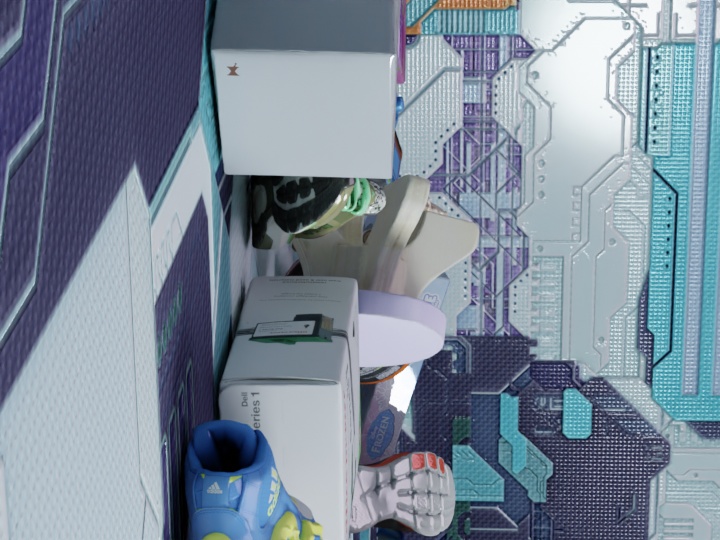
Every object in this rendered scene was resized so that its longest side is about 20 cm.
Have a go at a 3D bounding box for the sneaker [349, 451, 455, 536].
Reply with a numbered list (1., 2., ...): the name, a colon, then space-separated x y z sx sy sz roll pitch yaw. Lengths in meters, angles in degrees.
1. sneaker: 0.010 0.203 1.917 0.199 0.081 0.078 11 79 -50

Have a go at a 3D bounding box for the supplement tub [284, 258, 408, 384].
1. supplement tub: -0.003 0.043 1.825 0.200 0.106 0.108 39 52 -76

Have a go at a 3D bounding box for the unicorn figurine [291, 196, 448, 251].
1. unicorn figurine: -0.003 -0.019 1.930 0.137 0.199 0.075 4 78 -57

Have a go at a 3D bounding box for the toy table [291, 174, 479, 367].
1. toy table: 0.000 0.000 1.629 0.199 0.183 0.118 -12 -115 55

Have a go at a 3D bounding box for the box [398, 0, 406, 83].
1. box: -0.004 -0.285 2.066 0.200 0.096 0.178 35 56 -86

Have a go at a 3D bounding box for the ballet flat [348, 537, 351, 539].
1. ballet flat: -0.046 0.227 1.681 0.200 0.071 0.072 -65 155 -83

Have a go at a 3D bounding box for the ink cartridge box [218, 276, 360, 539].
1. ink cartridge box: -0.046 0.105 1.448 0.200 0.084 0.147 -82 172 -70

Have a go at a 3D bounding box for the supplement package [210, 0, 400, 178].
1. supplement package: -0.031 -0.173 1.380 0.118 0.116 0.201 90 3 -50

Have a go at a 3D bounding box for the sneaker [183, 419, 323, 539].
1. sneaker: -0.062 0.134 1.240 0.200 0.075 0.106 -61 151 -82

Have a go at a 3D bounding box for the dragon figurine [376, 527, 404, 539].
1. dragon figurine: 0.012 0.273 1.949 0.200 0.099 0.059 -139 -145 -64

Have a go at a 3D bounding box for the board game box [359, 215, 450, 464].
1. board game box: 0.017 0.063 2.034 0.199 0.043 0.201 -119 -135 -68

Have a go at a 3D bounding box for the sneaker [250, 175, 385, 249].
1. sneaker: -0.021 -0.060 1.475 0.200 0.088 0.078 165 -79 -74

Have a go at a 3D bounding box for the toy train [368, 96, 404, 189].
1. toy train: -0.014 -0.153 1.815 0.201 0.086 0.115 71 19 -49
